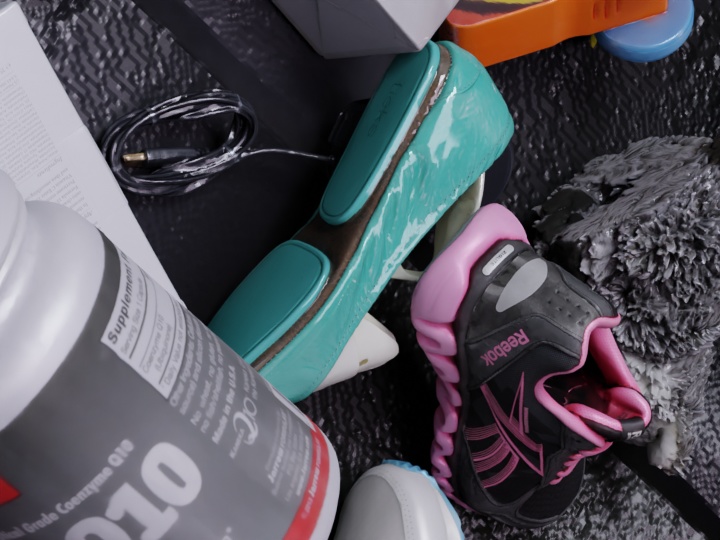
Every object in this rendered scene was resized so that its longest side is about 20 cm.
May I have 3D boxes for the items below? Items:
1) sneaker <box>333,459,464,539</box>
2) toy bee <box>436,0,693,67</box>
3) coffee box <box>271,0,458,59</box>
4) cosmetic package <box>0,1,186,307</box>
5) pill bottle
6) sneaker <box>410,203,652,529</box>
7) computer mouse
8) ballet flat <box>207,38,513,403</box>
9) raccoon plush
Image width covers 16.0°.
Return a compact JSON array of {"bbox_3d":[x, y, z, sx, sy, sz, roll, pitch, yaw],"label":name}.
[{"bbox_3d":[-0.013,0.176,1.093,0.081,0.076,0.201,21,79,-32],"label":"sneaker"},{"bbox_3d":[0.126,-0.149,1.153,0.199,0.131,0.109,3,57,-19],"label":"toy bee"},{"bbox_3d":[0.026,-0.201,1.093,0.113,0.080,0.200,48,67,-26],"label":"coffee box"},{"bbox_3d":[-0.180,0.013,0.980,0.200,0.052,0.151,-39,112,-27],"label":"cosmetic package"},{"bbox_3d":[-0.110,0.048,0.934,0.200,0.114,0.114,43,69,-31],"label":"pill bottle"},{"bbox_3d":[0.082,0.060,1.106,0.079,0.095,0.200,-51,151,-23],"label":"sneaker"},{"bbox_3d":[-0.022,-0.050,1.104,0.199,0.034,0.059,3,108,-30],"label":"computer mouse"},{"bbox_3d":[0.000,0.000,1.073,0.070,0.067,0.200,35,89,-25],"label":"ballet flat"},{"bbox_3d":[0.169,0.011,1.154,0.134,0.199,0.097,62,33,-20],"label":"raccoon plush"}]
